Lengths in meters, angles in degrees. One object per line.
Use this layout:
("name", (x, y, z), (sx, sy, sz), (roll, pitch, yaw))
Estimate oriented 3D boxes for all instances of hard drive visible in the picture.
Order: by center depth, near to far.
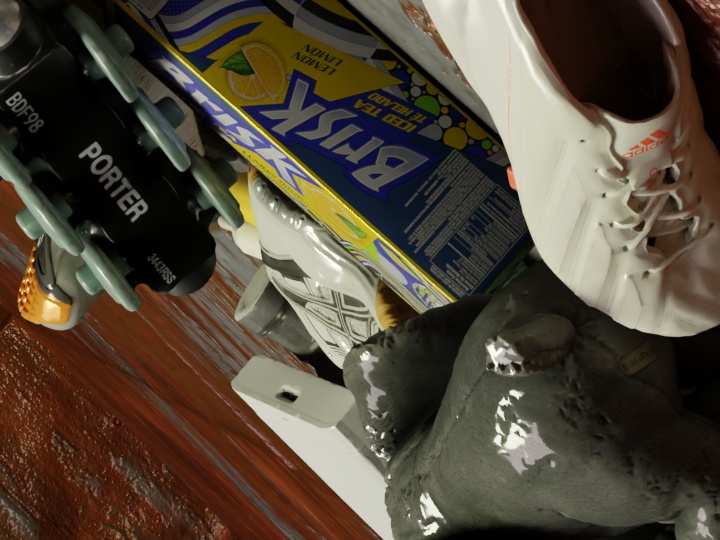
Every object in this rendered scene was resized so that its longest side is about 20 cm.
("hard drive", (0.030, 0.124, 1.298), (0.200, 0.026, 0.132), (47, 168, -22))

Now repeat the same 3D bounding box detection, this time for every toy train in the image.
("toy train", (-0.125, -0.064, 1.107), (0.114, 0.085, 0.200), (49, 178, 37))

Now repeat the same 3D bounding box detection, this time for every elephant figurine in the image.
("elephant figurine", (0.054, 0.079, 0.975), (0.155, 0.142, 0.200), (45, 127, -15))

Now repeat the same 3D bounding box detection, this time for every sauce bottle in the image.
("sauce bottle", (0.030, 0.059, 1.313), (0.199, 0.065, 0.065), (34, 172, -14))

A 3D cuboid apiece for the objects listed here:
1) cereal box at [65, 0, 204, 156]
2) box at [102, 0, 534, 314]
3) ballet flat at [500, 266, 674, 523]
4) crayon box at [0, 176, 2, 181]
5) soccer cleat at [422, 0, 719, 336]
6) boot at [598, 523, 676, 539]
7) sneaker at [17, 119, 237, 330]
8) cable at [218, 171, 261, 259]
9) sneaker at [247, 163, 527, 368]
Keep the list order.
("cereal box", (-0.145, -0.124, 1.254), (0.144, 0.040, 0.200), (41, 168, 13))
("box", (-0.014, -0.065, 1.071), (0.200, 0.064, 0.070), (42, 169, 4))
("ballet flat", (0.112, 0.054, 1.091), (0.064, 0.068, 0.200), (31, 172, 30))
("crayon box", (-0.229, -0.115, 1.144), (0.201, 0.058, 0.119), (62, 176, -4))
("soccer cleat", (0.080, -0.043, 0.817), (0.077, 0.069, 0.200), (24, 157, 50))
("boot", (0.145, 0.133, 1.224), (0.211, 0.080, 0.158), (33, 178, -10))
("sneaker", (-0.114, -0.031, 1.365), (0.092, 0.200, 0.076), (23, 127, -3))
("cable", (0.000, 0.000, 1.309), (0.200, 0.050, 0.097), (29, 162, 52))
("sneaker", (0.023, 0.019, 1.192), (0.200, 0.075, 0.088), (46, 150, 35))
